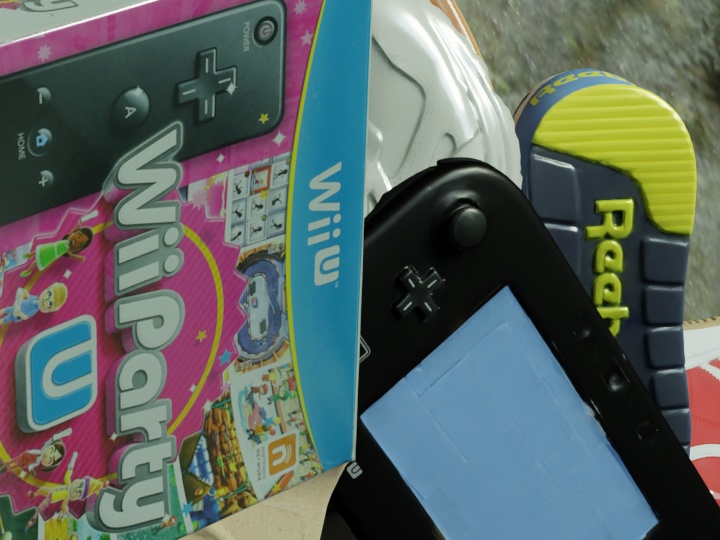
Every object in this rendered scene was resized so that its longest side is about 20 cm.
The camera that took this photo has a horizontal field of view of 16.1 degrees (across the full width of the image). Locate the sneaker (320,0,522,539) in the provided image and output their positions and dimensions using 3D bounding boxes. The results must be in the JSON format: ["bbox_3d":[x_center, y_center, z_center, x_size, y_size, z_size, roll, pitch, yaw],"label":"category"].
[{"bbox_3d":[0.000,0.000,0.823,0.099,0.078,0.200,-21,101,-38],"label":"sneaker"}]

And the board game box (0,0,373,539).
[{"bbox_3d":[-0.092,0.003,0.575,0.200,0.064,0.148,-22,127,-37],"label":"board game box"}]

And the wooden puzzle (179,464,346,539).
[{"bbox_3d":[-0.101,0.119,0.678,0.185,0.046,0.200,19,84,-40],"label":"wooden puzzle"}]

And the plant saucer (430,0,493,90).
[{"bbox_3d":[-0.027,-0.066,0.921,0.200,0.037,0.201,26,50,-35],"label":"plant saucer"}]

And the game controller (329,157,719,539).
[{"bbox_3d":[0.045,0.061,0.805,0.104,0.042,0.200,-46,121,-19],"label":"game controller"}]

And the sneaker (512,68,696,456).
[{"bbox_3d":[0.077,0.021,0.905,0.074,0.200,0.082,3,20,-11],"label":"sneaker"}]

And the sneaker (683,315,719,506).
[{"bbox_3d":[0.154,0.075,1.007,0.200,0.071,0.113,-9,71,-44],"label":"sneaker"}]
